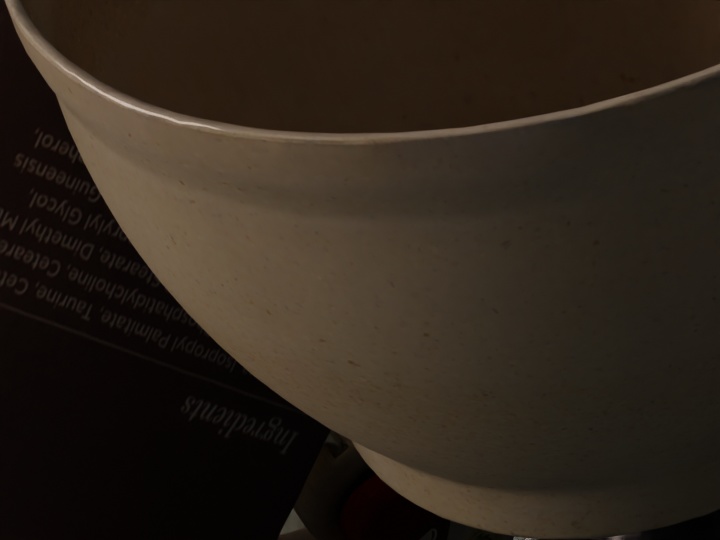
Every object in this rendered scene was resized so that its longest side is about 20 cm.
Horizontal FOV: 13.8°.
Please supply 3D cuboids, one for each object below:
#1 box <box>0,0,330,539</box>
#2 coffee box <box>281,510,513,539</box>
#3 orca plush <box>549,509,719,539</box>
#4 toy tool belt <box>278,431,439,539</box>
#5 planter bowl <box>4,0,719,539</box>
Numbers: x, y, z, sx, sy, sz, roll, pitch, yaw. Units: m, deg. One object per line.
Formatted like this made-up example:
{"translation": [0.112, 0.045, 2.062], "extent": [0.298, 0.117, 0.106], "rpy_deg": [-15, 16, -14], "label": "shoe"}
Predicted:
{"translation": [-0.109, -0.005, 0.732], "extent": [0.166, 0.164, 0.200], "rpy_deg": [26, 92, 40], "label": "box"}
{"translation": [0.000, 0.000, 0.912], "extent": [0.114, 0.080, 0.200], "rpy_deg": [48, 140, 43], "label": "coffee box"}
{"translation": [0.057, 0.011, 0.751], "extent": [0.105, 0.071, 0.200], "rpy_deg": [112, 168, -50], "label": "orca plush"}
{"translation": [0.008, 0.136, 0.836], "extent": [0.123, 0.125, 0.200], "rpy_deg": [53, 143, 37], "label": "toy tool belt"}
{"translation": [0.041, -0.033, 0.606], "extent": [0.201, 0.200, 0.135], "rpy_deg": [-88, -14, -52], "label": "planter bowl"}
